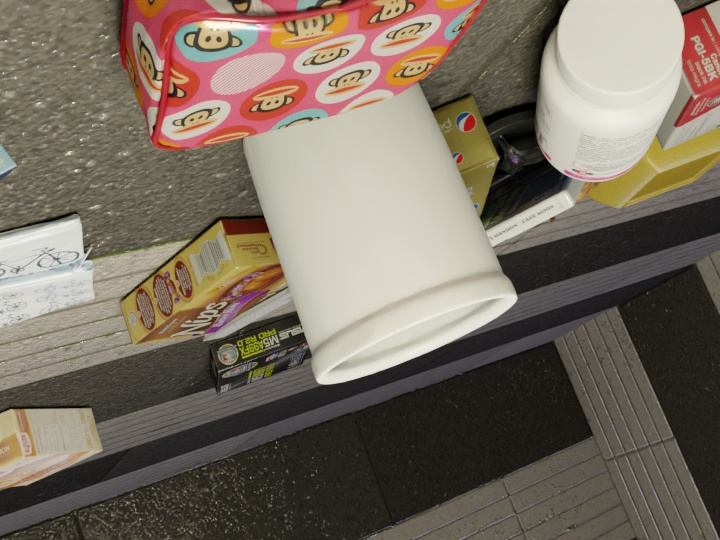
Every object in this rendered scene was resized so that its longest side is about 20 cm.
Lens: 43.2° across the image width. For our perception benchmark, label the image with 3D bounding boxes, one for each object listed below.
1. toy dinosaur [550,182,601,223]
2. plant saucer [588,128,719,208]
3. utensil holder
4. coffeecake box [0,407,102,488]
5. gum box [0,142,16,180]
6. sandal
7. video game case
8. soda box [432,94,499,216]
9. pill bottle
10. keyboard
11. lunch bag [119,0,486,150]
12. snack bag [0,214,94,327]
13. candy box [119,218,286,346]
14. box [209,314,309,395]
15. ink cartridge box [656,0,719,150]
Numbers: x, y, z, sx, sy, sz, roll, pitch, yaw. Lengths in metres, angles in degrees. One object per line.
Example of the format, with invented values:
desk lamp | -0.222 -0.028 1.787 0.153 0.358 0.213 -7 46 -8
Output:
toy dinosaur | 0.288 -0.111 1.197 0.105 0.061 0.200 -27 166 14
plant saucer | 0.450 -0.155 1.318 0.196 0.049 0.200 -19 166 -11
utensil holder | 0.009 -0.037 0.721 0.167 0.204 0.170 -20 168 -5
coffeecake box | -0.502 0.263 1.334 0.151 0.074 0.200 -24 166 12
gum box | -0.308 0.000 0.496 0.168 0.045 0.200 -29 -169 37
sandal | 0.180 -0.130 0.971 0.074 0.049 0.199 -28 167 26
video game case | 0.177 -0.080 1.029 0.180 0.024 0.200 -29 -168 33
soda box | 0.088 -0.095 0.910 0.063 0.069 0.200 -22 167 -2
pill bottle | 0.207 -0.156 0.769 0.111 0.115 0.200 -23 167 4
keyboard | -0.131 0.053 1.261 0.198 0.011 0.056 -28 166 23
lunch bag | -0.035 -0.135 0.522 0.196 0.083 0.176 -18 167 -22
snack bag | -0.320 0.016 0.781 0.185 0.022 0.200 -17 165 -22
candy box | -0.154 0.012 0.964 0.199 0.057 0.115 -35 162 37
box | -0.162 0.137 1.463 0.157 0.045 0.200 -19 166 -16
ink cartridge box | 0.389 -0.215 0.904 0.196 0.084 0.147 -22 166 2
